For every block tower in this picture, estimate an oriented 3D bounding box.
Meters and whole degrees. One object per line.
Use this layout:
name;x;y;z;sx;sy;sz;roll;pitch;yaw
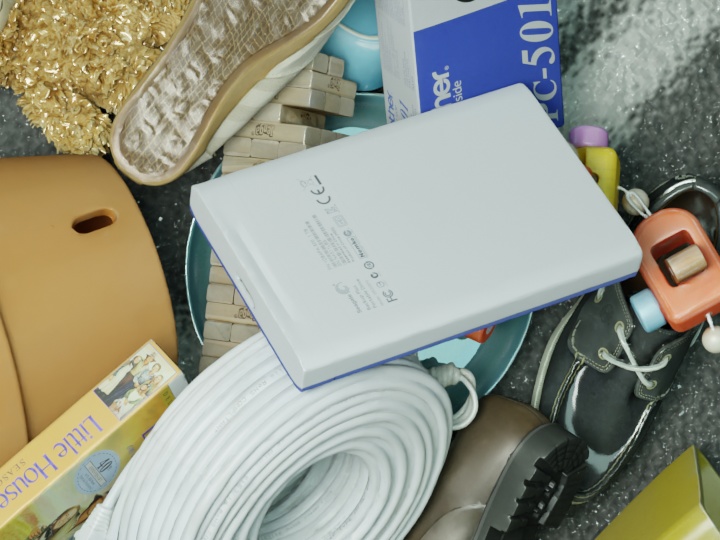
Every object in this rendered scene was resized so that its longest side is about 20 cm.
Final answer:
block tower;-0.045;-0.019;1.546;0.058;0.054;0.201;7;90;28

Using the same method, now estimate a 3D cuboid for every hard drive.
hard drive;0.029;-0.021;1.470;0.199;0.025;0.132;-18;55;-22

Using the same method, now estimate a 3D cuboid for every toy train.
toy train;0.106;-0.001;1.536;0.199;0.056;0.151;-24;69;4

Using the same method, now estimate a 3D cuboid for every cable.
cable;-0.040;0.112;1.494;0.069;0.200;0.200;44;115;33

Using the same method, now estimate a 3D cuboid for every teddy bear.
teddy bear;-0.151;-0.131;1.570;0.200;0.067;0.145;28;85;-3

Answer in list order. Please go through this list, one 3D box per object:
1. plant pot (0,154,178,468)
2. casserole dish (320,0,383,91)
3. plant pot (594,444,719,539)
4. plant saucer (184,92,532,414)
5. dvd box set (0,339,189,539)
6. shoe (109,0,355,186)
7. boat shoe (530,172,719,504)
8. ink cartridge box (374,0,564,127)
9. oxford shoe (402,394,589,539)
plant pot;-0.188;0.020;1.515;0.140;0.200;0.201;-19;90;-20
casserole dish;-0.028;-0.190;1.575;0.200;0.039;0.121;38;69;-2
plant pot;0.171;0.239;1.532;0.176;0.200;0.200;-36;92;9
plant saucer;0.000;0.000;1.598;0.199;0.027;0.201;0;90;-4
dvd box set;-0.163;0.135;1.486;0.200;0.146;0.029;-41;68;-11
shoe;-0.060;-0.128;1.500;0.070;0.053;0.200;45;107;7
boat shoe;0.151;0.038;1.587;0.072;0.068;0.201;26;89;-4
ink cartridge box;0.056;-0.159;1.521;0.094;0.044;0.201;-20;125;-22
oxford shoe;0.047;0.160;1.586;0.084;0.073;0.200;35;99;31
